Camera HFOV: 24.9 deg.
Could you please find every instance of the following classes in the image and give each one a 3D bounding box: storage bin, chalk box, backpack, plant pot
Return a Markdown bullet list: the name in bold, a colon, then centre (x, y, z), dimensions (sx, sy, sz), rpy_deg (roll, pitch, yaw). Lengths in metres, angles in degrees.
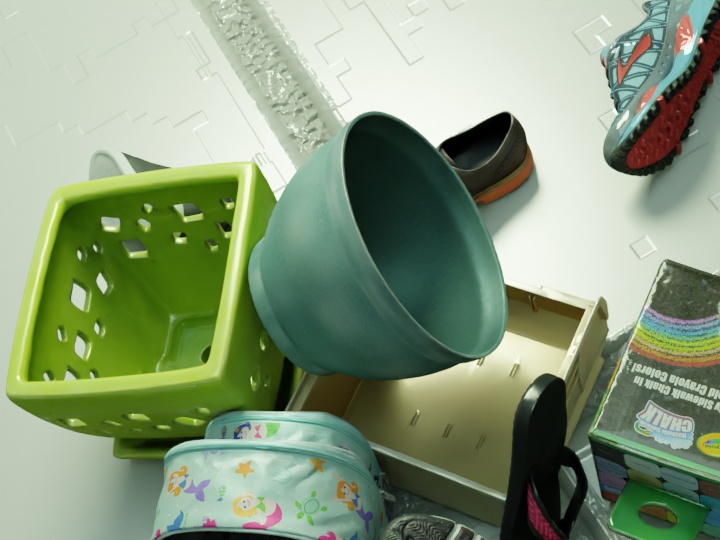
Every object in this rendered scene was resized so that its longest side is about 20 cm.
- **storage bin**: centre (0.077, 0.083, 1.316), dimensions (0.198, 0.094, 0.200), rpy_deg (18, 66, 24)
- **chalk box**: centre (0.250, 0.120, 1.223), dimensions (0.124, 0.124, 0.201), rpy_deg (18, 67, 23)
- **backpack**: centre (-0.063, 0.189, 1.222), dimensions (0.176, 0.200, 0.152), rpy_deg (0, 64, 15)
- **plant pot**: centre (-0.147, 0.048, 1.335), dimensions (0.197, 0.182, 0.202), rpy_deg (-6, 59, 23)
- **plant pot**: centre (0.000, 0.000, 1.234), dimensions (0.133, 0.200, 0.202), rpy_deg (-28, 53, 28)

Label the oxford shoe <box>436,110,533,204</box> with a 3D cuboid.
- **oxford shoe**: centre (0.059, -0.072, 1.424), dimensions (0.199, 0.073, 0.071), rpy_deg (-37, 59, -8)

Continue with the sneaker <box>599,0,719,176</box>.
- **sneaker**: centre (0.250, -0.163, 1.436), dimensions (0.095, 0.080, 0.201), rpy_deg (14, 56, 32)

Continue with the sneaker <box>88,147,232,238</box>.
- **sneaker**: centre (-0.176, -0.068, 1.496), dimensions (0.098, 0.072, 0.199), rpy_deg (-3, 16, -34)

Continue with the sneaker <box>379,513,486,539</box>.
- **sneaker**: centre (0.090, 0.253, 1.191), dimensions (0.199, 0.116, 0.076), rpy_deg (33, 71, 0)

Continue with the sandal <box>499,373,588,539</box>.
- **sandal**: centre (0.138, 0.160, 1.191), dimensions (0.045, 0.201, 0.075), rpy_deg (23, 50, 24)
